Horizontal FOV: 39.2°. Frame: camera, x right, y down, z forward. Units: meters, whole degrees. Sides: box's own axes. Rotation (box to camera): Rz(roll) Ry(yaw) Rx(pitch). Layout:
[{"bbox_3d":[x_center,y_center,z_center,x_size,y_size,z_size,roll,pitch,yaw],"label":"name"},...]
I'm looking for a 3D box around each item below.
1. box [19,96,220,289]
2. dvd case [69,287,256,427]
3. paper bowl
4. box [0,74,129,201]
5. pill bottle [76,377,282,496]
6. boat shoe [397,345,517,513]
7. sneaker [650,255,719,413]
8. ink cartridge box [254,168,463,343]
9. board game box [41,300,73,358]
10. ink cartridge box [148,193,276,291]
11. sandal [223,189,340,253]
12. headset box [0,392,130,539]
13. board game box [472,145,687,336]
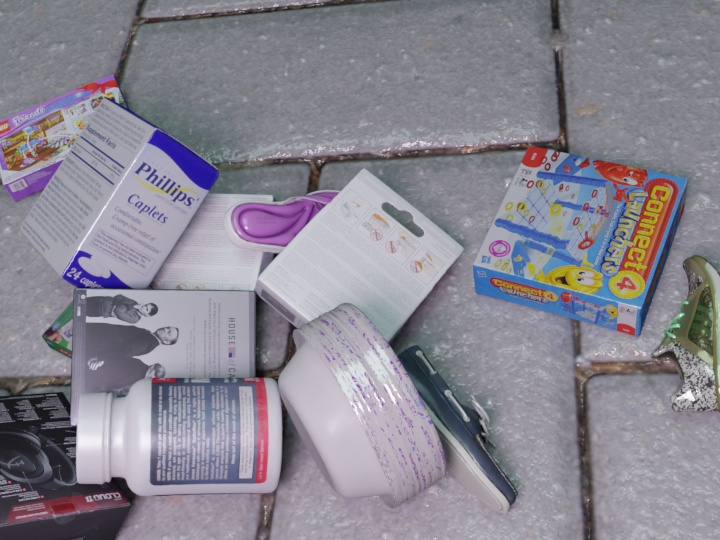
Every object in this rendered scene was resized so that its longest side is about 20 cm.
[{"bbox_3d":[-0.288,-0.082,1.201,0.200,0.105,0.184,-57,38,0],"label":"box"},{"bbox_3d":[-0.215,0.096,1.114,0.199,0.025,0.151,1,79,-13],"label":"dvd case"},{"bbox_3d":[-0.009,0.141,1.001,0.104,0.201,0.201,-29,52,-11],"label":"paper bowl"},{"bbox_3d":[-0.424,-0.193,1.454,0.199,0.039,0.137,-24,52,-7],"label":"box"},{"bbox_3d":[-0.185,0.169,1.034,0.199,0.120,0.120,1,50,-12],"label":"pill bottle"},{"bbox_3d":[0.097,0.160,1.042,0.062,0.075,0.200,-32,59,-21],"label":"boat shoe"},{"bbox_3d":[0.349,0.067,1.071,0.088,0.077,0.201,-10,49,15],"label":"sneaker"},{"bbox_3d":[0.000,0.000,1.173,0.160,0.047,0.200,39,64,6],"label":"ink cartridge box"},{"bbox_3d":[-0.277,0.037,1.250,0.134,0.029,0.200,22,60,25],"label":"board game box"},{"bbox_3d":[-0.190,0.000,1.225,0.161,0.050,0.201,2,65,12],"label":"ink cartridge box"},{"bbox_3d":[-0.066,-0.059,1.216,0.202,0.050,0.083,-12,77,-36],"label":"sandal"},{"bbox_3d":[-0.344,0.220,1.043,0.148,0.077,0.200,1,36,-46],"label":"headset box"},{"bbox_3d":[0.257,-0.040,1.179,0.195,0.056,0.200,15,57,22],"label":"board game box"}]
